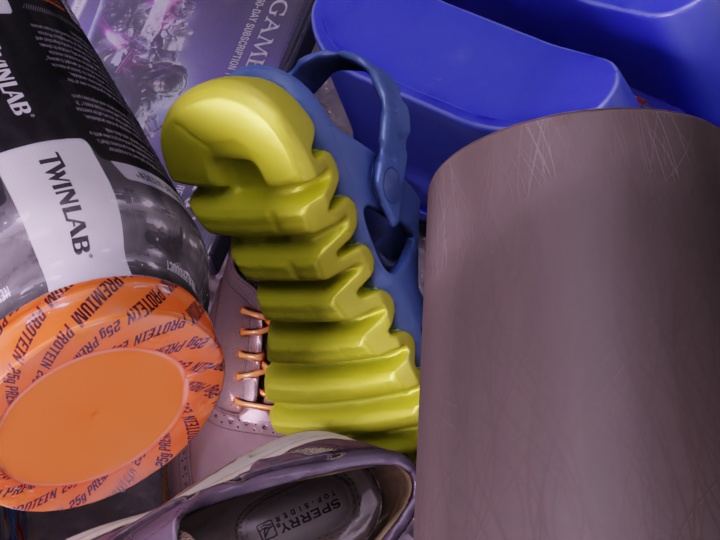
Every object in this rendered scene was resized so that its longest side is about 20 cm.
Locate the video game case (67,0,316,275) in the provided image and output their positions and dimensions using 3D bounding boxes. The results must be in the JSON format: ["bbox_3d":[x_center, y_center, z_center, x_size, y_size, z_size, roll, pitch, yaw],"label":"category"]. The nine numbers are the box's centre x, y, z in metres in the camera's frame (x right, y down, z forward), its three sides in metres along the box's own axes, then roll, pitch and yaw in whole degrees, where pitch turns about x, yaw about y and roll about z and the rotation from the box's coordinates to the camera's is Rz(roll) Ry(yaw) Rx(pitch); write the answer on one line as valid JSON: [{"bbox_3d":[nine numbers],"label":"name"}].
[{"bbox_3d":[-0.127,-0.077,1.230,0.199,0.019,0.143,11,61,19],"label":"video game case"}]

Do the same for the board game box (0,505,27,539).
[{"bbox_3d":[-0.201,0.102,1.095,0.199,0.062,0.200,-21,46,-9],"label":"board game box"}]

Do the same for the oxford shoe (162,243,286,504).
[{"bbox_3d":[-0.040,0.040,1.137,0.071,0.073,0.201,5,60,6],"label":"oxford shoe"}]

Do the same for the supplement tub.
[{"bbox_3d":[-0.130,-0.021,1.031,0.122,0.123,0.200,-25,53,-11],"label":"supplement tub"}]

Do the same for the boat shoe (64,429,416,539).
[{"bbox_3d":[-0.062,0.112,1.000,0.199,0.065,0.072,-29,91,-29],"label":"boat shoe"}]

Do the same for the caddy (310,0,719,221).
[{"bbox_3d":[0.076,-0.076,1.173,0.141,0.105,0.200,-45,45,-19],"label":"caddy"}]

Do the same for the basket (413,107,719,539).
[{"bbox_3d":[0.090,0.058,1.007,0.179,0.136,0.201,5,66,-25],"label":"basket"}]

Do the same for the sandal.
[{"bbox_3d":[0.000,0.000,1.070,0.079,0.201,0.087,4,37,32],"label":"sandal"}]
